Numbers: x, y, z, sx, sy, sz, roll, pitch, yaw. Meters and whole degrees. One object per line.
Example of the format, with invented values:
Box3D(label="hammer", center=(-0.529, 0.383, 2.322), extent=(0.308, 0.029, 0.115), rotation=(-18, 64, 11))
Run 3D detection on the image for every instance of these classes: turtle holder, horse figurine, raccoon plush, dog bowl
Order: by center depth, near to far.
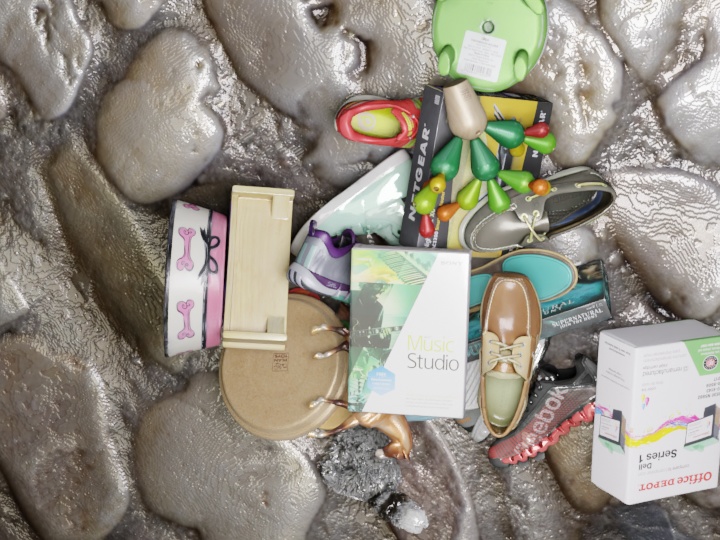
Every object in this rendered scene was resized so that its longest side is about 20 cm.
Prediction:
Box3D(label="turtle holder", center=(0.151, -0.309, 1.577), extent=(0.139, 0.132, 0.188), rotation=(-14, 100, 16))
Box3D(label="horse figurine", center=(0.002, 0.135, 1.665), extent=(0.131, 0.050, 0.203), rotation=(1, 77, 4))
Box3D(label="dog bowl", center=(-0.210, 0.011, 1.708), extent=(0.073, 0.200, 0.203), rotation=(2, 105, -6))
Box3D(label="raccoon plush", center=(0.034, 0.234, 1.742), extent=(0.199, 0.096, 0.136), rotation=(25, 110, 30))

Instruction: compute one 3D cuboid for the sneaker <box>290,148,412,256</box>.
Box3D(label="sneaker", center=(0.010, -0.049, 1.699), extent=(0.200, 0.074, 0.119), rotation=(-37, 88, 15))

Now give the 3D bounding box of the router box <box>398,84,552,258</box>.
Box3D(label="router box", center=(0.140, -0.118, 1.627), extent=(0.155, 0.052, 0.203), rotation=(1, 108, -26))

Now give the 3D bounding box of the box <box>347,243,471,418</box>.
Box3D(label="box", center=(0.058, 0.072, 1.596), extent=(0.142, 0.036, 0.203), rotation=(2, 98, 8))

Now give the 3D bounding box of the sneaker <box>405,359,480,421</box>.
Box3D(label="sneaker", center=(0.108, 0.150, 1.697), extent=(0.198, 0.082, 0.075), rotation=(-9, 76, 26))

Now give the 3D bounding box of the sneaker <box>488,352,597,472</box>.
Box3D(label="sneaker", center=(0.236, 0.178, 1.713), extent=(0.200, 0.071, 0.098), rotation=(-36, 95, 16))

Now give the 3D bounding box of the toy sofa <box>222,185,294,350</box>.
Box3D(label="toy sofa", center=(-0.130, -0.002, 1.690), extent=(0.082, 0.098, 0.203), rotation=(3, 81, -6))

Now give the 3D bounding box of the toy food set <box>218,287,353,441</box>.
Box3D(label="toy food set", center=(-0.094, 0.123, 1.744), extent=(0.198, 0.049, 0.200), rotation=(-18, 69, 17))

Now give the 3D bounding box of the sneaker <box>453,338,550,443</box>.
Box3D(label="sneaker", center=(0.181, 0.127, 1.712), extent=(0.079, 0.074, 0.201), rotation=(36, 108, 7))

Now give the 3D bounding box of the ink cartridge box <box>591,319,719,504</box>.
Box3D(label="ink cartridge box", center=(0.369, 0.173, 1.643), extent=(0.143, 0.084, 0.203), rotation=(-6, 106, -24))

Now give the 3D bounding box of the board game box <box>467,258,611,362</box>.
Box3D(label="board game box", center=(0.210, 0.050, 1.651), extent=(0.198, 0.136, 0.028), rotation=(-19, 108, 15))

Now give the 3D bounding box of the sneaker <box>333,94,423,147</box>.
Box3D(label="sneaker", center=(0.065, -0.178, 1.647), extent=(0.197, 0.085, 0.078), rotation=(-3, 103, 3))

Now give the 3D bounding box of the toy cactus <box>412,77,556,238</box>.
Box3D(label="toy cactus", center=(0.136, -0.138, 1.544), extent=(0.198, 0.102, 0.167), rotation=(-24, 107, -6))

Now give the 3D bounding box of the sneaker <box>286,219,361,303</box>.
Box3D(label="sneaker", center=(0.000, 0.000, 1.674), extent=(0.074, 0.199, 0.089), rotation=(22, 93, 45))

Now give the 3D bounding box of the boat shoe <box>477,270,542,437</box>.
Box3D(label="boat shoe", center=(0.174, 0.103, 1.563), extent=(0.075, 0.074, 0.203), rotation=(2, 112, 7))

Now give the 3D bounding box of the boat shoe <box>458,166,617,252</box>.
Box3D(label="boat shoe", center=(0.215, -0.069, 1.612), extent=(0.200, 0.060, 0.073), rotation=(-22, 119, -15))

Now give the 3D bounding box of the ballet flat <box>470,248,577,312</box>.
Box3D(label="ballet flat", center=(0.184, 0.009, 1.652), extent=(0.198, 0.063, 0.070), rotation=(-10, 97, 32))
